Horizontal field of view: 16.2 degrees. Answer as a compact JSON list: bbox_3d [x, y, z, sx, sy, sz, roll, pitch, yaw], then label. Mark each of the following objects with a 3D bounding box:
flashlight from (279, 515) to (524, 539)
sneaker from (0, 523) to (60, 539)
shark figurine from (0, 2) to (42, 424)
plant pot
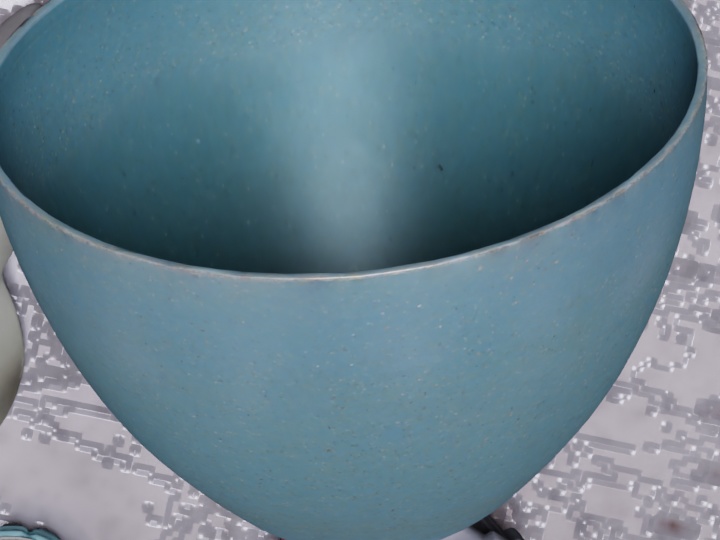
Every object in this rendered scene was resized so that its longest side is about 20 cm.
[{"bbox_3d":[-0.032,0.144,0.794,0.068,0.068,0.200,36,95,-22],"label":"flashlight"},{"bbox_3d":[-0.168,0.156,0.776,0.200,0.086,0.078,-43,98,3],"label":"sneaker"},{"bbox_3d":[-0.178,0.012,0.747,0.089,0.214,0.129,25,133,29],"label":"shark figurine"},{"bbox_3d":[0.000,0.000,0.724,0.199,0.200,0.135,-8,124,-2],"label":"plant pot"}]
